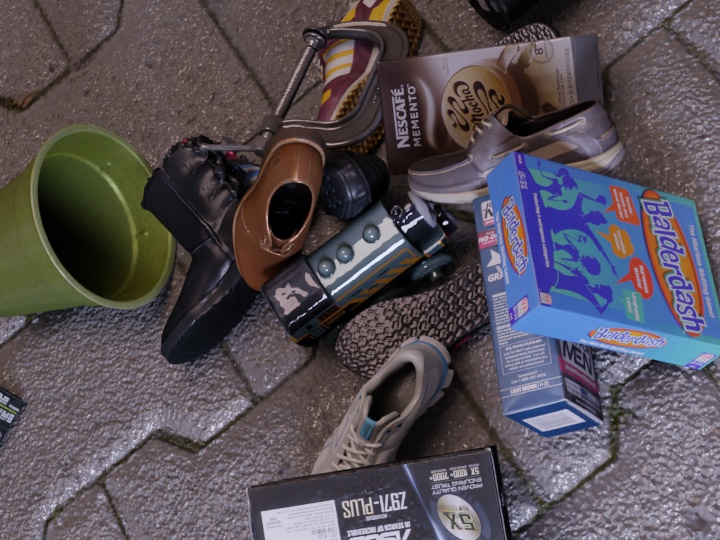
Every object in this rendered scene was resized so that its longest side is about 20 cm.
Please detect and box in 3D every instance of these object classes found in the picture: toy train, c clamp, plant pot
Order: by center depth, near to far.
[{"bbox_3d":[0.000,0.000,1.470,0.200,0.114,0.085,-36,68,10],"label":"toy train"},{"bbox_3d":[-0.046,-0.184,1.548,0.170,0.027,0.200,12,56,26],"label":"c clamp"},{"bbox_3d":[-0.334,-0.032,1.664,0.190,0.200,0.201,-19,56,34],"label":"plant pot"}]

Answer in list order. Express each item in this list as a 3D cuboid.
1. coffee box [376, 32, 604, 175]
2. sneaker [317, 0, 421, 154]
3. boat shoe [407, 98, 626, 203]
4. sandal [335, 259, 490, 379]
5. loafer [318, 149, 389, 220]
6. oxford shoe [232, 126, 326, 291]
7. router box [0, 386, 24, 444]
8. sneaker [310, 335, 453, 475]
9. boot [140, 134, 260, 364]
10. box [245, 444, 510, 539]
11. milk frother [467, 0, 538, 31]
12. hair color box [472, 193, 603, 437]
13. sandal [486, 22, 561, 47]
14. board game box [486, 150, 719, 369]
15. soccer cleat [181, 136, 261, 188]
[{"bbox_3d":[0.124,-0.156,1.479,0.199,0.080,0.114,-4,98,28],"label":"coffee box"},{"bbox_3d":[-0.011,-0.197,1.625,0.090,0.075,0.200,8,62,40],"label":"sneaker"},{"bbox_3d":[0.134,-0.113,1.393,0.199,0.074,0.075,-10,22,19],"label":"boat shoe"},{"bbox_3d":[0.073,0.047,1.457,0.199,0.045,0.075,-26,79,0],"label":"sandal"},{"bbox_3d":[-0.007,-0.088,1.498,0.070,0.201,0.068,-25,93,-3],"label":"loafer"},{"bbox_3d":[-0.080,-0.039,1.434,0.071,0.200,0.071,9,49,-9],"label":"oxford shoe"},{"bbox_3d":[-0.481,0.165,1.707,0.200,0.062,0.150,22,78,37],"label":"router box"},{"bbox_3d":[0.006,0.146,1.391,0.075,0.087,0.200,30,97,14],"label":"sneaker"},{"bbox_3d":[-0.169,-0.026,1.580,0.198,0.073,0.163,-50,64,19],"label":"boot"},{"bbox_3d":[0.020,0.202,1.282,0.199,0.164,0.086,-10,84,5],"label":"box"},{"bbox_3d":[0.150,-0.377,1.527,0.188,0.200,0.181,-37,42,-5],"label":"milk frother"},{"bbox_3d":[0.155,0.035,1.359,0.060,0.100,0.201,-16,67,23],"label":"hair color box"},{"bbox_3d":[0.114,-0.187,1.557,0.199,0.043,0.076,-14,86,24],"label":"sandal"},{"bbox_3d":[0.208,-0.007,1.311,0.045,0.199,0.153,-44,43,45],"label":"board game box"},{"bbox_3d":[-0.135,-0.083,1.633,0.200,0.070,0.087,18,85,39],"label":"soccer cleat"}]
